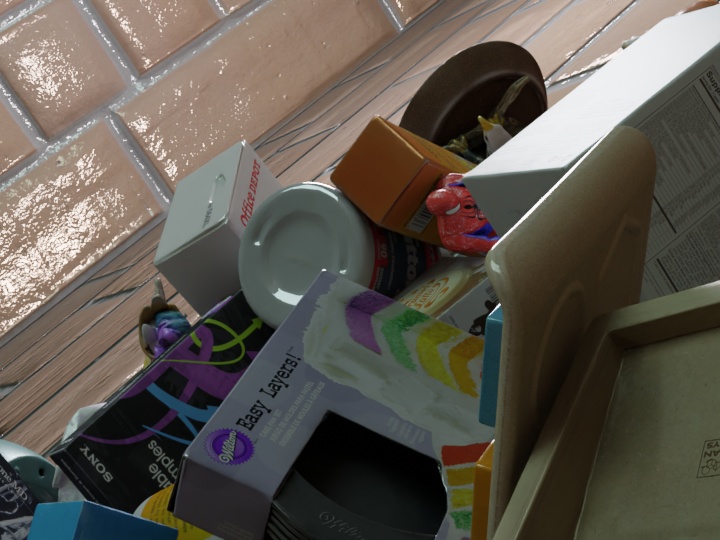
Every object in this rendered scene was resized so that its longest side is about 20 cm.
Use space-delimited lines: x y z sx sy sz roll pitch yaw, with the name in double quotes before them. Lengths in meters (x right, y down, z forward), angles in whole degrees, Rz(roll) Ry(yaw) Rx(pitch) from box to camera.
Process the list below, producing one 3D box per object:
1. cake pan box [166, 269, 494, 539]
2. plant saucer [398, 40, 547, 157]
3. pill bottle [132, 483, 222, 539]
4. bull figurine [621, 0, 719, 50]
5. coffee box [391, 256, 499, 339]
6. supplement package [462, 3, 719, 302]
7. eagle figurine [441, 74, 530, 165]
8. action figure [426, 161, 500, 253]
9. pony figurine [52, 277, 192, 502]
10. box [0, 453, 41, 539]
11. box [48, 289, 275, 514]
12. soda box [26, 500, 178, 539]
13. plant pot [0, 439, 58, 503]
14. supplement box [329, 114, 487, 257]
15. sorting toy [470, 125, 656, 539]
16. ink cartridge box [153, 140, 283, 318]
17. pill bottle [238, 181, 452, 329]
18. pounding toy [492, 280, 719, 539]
"cake pan box" 0.018 0.099 0.706 0.200 0.184 0.052 -53 -18 -52
"plant saucer" 0.122 -0.137 1.334 0.200 0.201 0.034 -37 48 -13
"pill bottle" -0.073 0.172 0.797 0.200 0.113 0.113 -30 14 19
"bull figurine" 0.311 -0.209 1.321 0.121 0.065 0.200 -16 21 45
"coffee box" 0.031 0.079 0.947 0.200 0.080 0.114 -38 13 -16
"supplement package" 0.208 -0.061 0.857 0.200 0.151 0.152 -38 13 -14
"eagle figurine" 0.156 -0.091 1.220 0.200 0.151 0.152 40 117 47
"action figure" 0.126 -0.042 0.978 0.099 0.066 0.200 -16 -15 34
"pony figurine" -0.164 0.124 1.090 0.166 0.194 0.200 0 -19 -4
"box" -0.256 0.233 0.829 0.104 0.200 0.182 -32 14 16
"box" -0.116 0.128 0.988 0.200 0.143 0.036 -44 10 -34
"soda box" -0.163 0.230 0.703 0.068 0.064 0.201 -16 56 52
"plant pot" -0.328 0.227 1.070 0.160 0.201 0.201 -14 20 23
"supplement box" 0.064 -0.059 1.036 0.069 0.067 0.200 -53 -31 11
"sorting toy" 0.094 0.052 0.615 0.036 0.201 0.185 10 28 26
"ink cartridge box" -0.084 0.006 1.162 0.084 0.200 0.146 -29 27 19
"pill bottle" 0.000 0.000 1.075 0.119 0.120 0.200 -28 -18 23
"pounding toy" 0.182 0.084 0.503 0.184 0.142 0.200 -20 29 47
